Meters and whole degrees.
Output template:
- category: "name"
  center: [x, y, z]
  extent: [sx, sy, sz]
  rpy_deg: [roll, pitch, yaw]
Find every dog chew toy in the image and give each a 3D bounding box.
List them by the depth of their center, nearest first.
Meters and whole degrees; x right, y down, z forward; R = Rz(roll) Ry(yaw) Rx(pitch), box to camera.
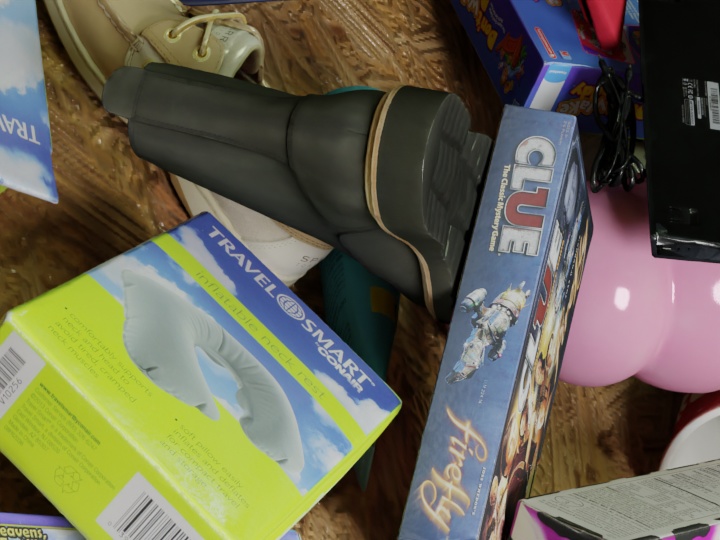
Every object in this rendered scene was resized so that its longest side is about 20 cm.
- category: "dog chew toy"
  center: [0.131, 0.007, 1.036]
  extent: [0.198, 0.125, 0.126]
  rpy_deg: [-5, 64, -22]

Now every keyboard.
- category: "keyboard"
  center: [0.168, -0.076, 1.027]
  extent: [0.103, 0.040, 0.201]
  rpy_deg: [9, 48, -4]

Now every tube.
- category: "tube"
  center: [0.000, 0.000, 0.944]
  extent: [0.050, 0.078, 0.201]
  rpy_deg: [-1, 52, -1]

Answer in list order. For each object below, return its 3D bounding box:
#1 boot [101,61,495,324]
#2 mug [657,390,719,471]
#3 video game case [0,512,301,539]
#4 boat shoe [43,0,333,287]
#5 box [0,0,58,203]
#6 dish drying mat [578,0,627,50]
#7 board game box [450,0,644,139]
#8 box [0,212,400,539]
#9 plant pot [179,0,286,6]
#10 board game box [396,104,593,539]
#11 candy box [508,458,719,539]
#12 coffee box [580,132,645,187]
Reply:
- category: "boot"
  center: [-0.018, -0.040, 0.842]
  extent: [0.200, 0.137, 0.078]
  rpy_deg: [66, 38, -68]
- category: "mug"
  center: [0.270, 0.069, 1.142]
  extent: [0.134, 0.176, 0.200]
  rpy_deg: [61, 27, -21]
- category: "video game case"
  center: [-0.080, 0.182, 0.706]
  extent: [0.199, 0.045, 0.183]
  rpy_deg: [12, 54, -47]
- category: "boat shoe"
  center: [-0.071, -0.087, 0.909]
  extent: [0.201, 0.069, 0.074]
  rpy_deg: [54, 34, -7]
- category: "box"
  center: [-0.191, -0.119, 0.800]
  extent: [0.121, 0.048, 0.202]
  rpy_deg: [18, 51, -43]
- category: "dish drying mat"
  center: [0.110, -0.201, 1.005]
  extent: [0.200, 0.018, 0.077]
  rpy_deg: [58, 39, -54]
- category: "board game box"
  center: [0.123, -0.158, 1.150]
  extent: [0.133, 0.045, 0.201]
  rpy_deg: [4, 41, -25]
- category: "box"
  center: [-0.061, 0.048, 0.772]
  extent: [0.122, 0.048, 0.200]
  rpy_deg: [44, 23, 4]
- category: "plant pot"
  center: [-0.011, -0.234, 0.972]
  extent: [0.200, 0.198, 0.182]
  rpy_deg: [-35, 121, -57]
- category: "board game box"
  center: [0.064, 0.046, 0.879]
  extent: [0.136, 0.034, 0.202]
  rpy_deg: [63, 40, -68]
- category: "candy box"
  center: [0.132, 0.168, 0.914]
  extent: [0.199, 0.061, 0.138]
  rpy_deg: [0, 108, -52]
- category: "coffee box"
  center: [0.180, -0.068, 1.207]
  extent: [0.113, 0.080, 0.200]
  rpy_deg: [49, 35, -11]
